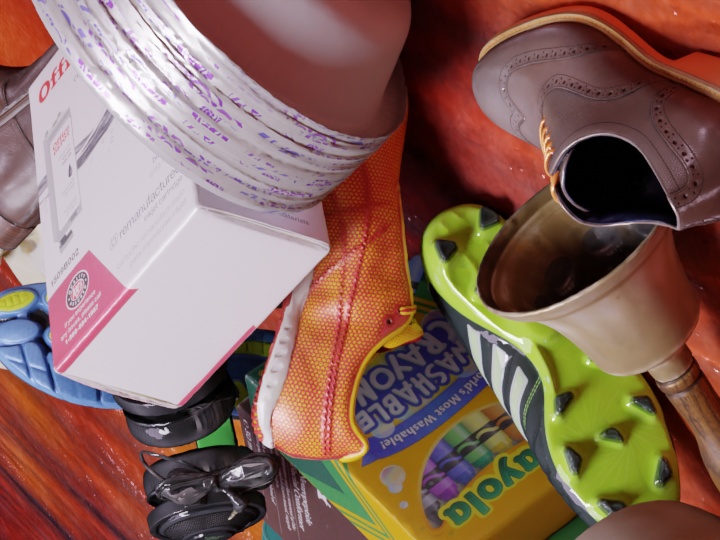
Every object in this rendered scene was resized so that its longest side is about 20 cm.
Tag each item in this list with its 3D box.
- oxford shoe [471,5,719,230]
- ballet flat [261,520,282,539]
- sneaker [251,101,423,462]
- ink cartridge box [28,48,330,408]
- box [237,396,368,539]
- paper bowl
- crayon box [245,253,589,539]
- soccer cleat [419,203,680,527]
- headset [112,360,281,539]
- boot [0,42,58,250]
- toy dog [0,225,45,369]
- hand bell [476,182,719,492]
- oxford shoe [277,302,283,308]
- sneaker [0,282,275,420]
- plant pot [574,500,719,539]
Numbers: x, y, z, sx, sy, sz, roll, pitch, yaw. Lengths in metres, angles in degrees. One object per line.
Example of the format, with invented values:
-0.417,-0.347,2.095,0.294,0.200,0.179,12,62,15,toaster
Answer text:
0.098,-0.063,1.091,0.200,0.073,0.072,20,140,57,oxford shoe
0.018,0.207,1.557,0.200,0.067,0.070,39,176,38,ballet flat
0.000,0.000,1.302,0.077,0.201,0.073,13,176,-1,sneaker
-0.100,-0.055,1.320,0.147,0.082,0.201,-46,40,36,ink cartridge box
0.019,0.145,1.442,0.200,0.075,0.101,38,149,37,box
-0.055,-0.133,1.197,0.200,0.104,0.201,40,-154,-23,paper bowl
0.049,0.094,1.349,0.200,0.125,0.052,42,155,30,crayon box
0.097,0.054,1.290,0.201,0.067,0.081,57,169,15,soccer cleat
-0.080,0.091,1.382,0.200,0.093,0.124,-70,-34,-79,headset
-0.174,-0.138,1.503,0.200,0.064,0.187,-43,58,30,boot
-0.189,-0.040,1.659,0.193,0.140,0.201,17,138,39,toy dog
0.150,0.052,1.166,0.200,0.104,0.104,51,162,-25,hand bell
-0.047,-0.012,1.514,0.200,0.071,0.072,174,93,-67,oxford shoe
-0.130,0.056,1.517,0.083,0.199,0.071,155,123,-64,sneaker
0.169,0.201,1.179,0.174,0.199,0.201,45,158,49,plant pot
